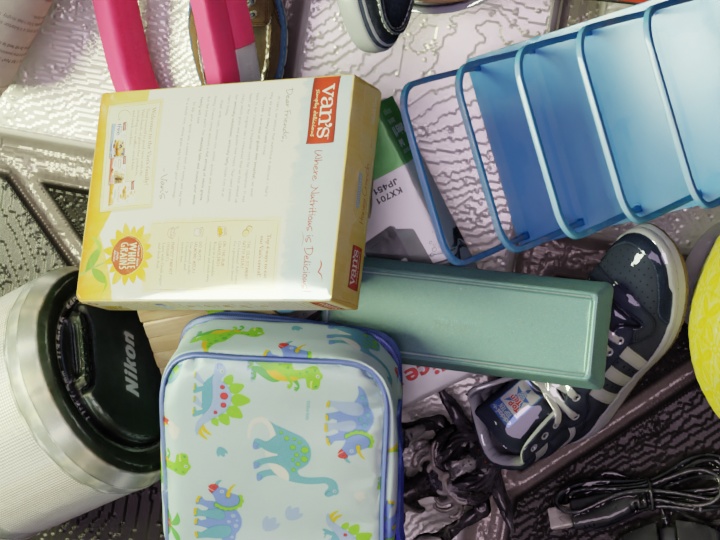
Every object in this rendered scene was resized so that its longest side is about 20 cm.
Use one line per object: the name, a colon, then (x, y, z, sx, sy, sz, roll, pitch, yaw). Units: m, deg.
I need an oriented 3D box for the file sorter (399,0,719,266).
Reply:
file sorter: (0.144, -0.091, 1.145, 0.200, 0.123, 0.139, -14, 94, 37)

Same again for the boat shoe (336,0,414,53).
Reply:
boat shoe: (0.038, -0.242, 1.137, 0.091, 0.071, 0.201, 5, 96, 30)

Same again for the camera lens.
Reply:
camera lens: (-0.231, 0.099, 1.221, 0.200, 0.160, 0.160, -25, 94, 29)

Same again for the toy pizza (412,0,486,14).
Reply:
toy pizza: (0.046, -0.275, 1.188, 0.200, 0.032, 0.201, 4, 98, 26)

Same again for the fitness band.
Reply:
fitness band: (-0.130, -0.162, 1.203, 0.143, 0.037, 0.201, 18, 125, 44)

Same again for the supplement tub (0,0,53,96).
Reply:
supplement tub: (-0.267, -0.225, 1.217, 0.132, 0.132, 0.200, 29, 100, 3)

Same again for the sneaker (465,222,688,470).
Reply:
sneaker: (0.140, 0.059, 1.170, 0.070, 0.108, 0.200, 49, 139, 27)

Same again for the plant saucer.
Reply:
plant saucer: (0.064, 0.032, 1.157, 0.199, 0.019, 0.070, 7, 94, 20)

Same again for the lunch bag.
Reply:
lunch bag: (-0.048, 0.131, 1.156, 0.160, 0.082, 0.201, 3, 112, 6)

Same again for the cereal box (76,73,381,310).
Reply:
cereal box: (-0.086, -0.047, 1.120, 0.199, 0.039, 0.144, 0, 78, 30)

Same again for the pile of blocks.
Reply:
pile of blocks: (-0.061, -0.001, 1.176, 0.200, 0.062, 0.082, -36, 108, 19)

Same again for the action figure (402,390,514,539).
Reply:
action figure: (0.032, 0.162, 1.246, 0.200, 0.102, 0.119, -29, 91, 14)

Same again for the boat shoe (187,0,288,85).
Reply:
boat shoe: (-0.094, -0.203, 1.225, 0.072, 0.072, 0.201, -2, 97, 9)

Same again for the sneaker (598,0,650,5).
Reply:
sneaker: (0.201, -0.232, 1.185, 0.201, 0.067, 0.108, 8, 101, 9)

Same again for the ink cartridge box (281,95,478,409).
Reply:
ink cartridge box: (0.000, 0.000, 1.236, 0.146, 0.083, 0.200, -27, 94, 11)

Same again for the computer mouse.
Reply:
computer mouse: (0.219, 0.240, 1.255, 0.138, 0.053, 0.201, -12, 96, 8)

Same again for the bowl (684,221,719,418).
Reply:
bowl: (0.278, 0.020, 1.174, 0.108, 0.200, 0.201, 25, 103, 42)
